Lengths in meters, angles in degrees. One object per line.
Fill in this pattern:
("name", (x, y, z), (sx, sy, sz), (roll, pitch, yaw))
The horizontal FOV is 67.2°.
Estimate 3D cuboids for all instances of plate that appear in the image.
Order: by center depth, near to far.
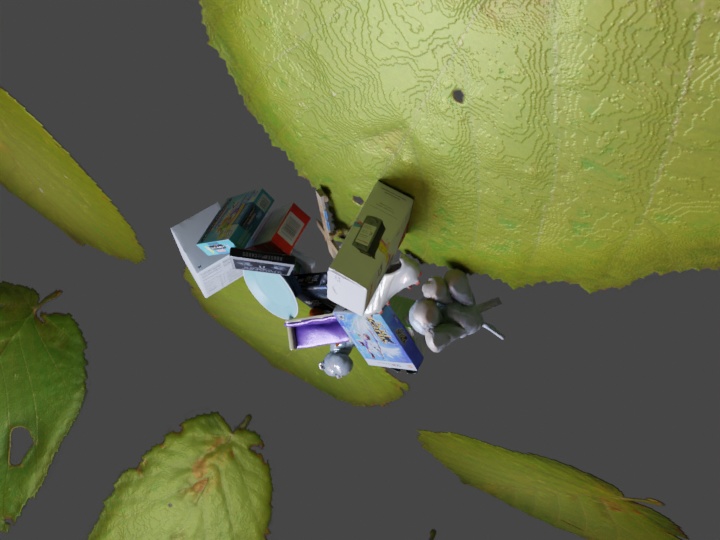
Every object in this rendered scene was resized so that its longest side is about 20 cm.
("plate", (-0.239, 0.047, 1.472), (0.196, 0.026, 0.204), (27, 140, 24))

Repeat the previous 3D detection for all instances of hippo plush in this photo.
("hippo plush", (0.185, 0.076, 1.184), (0.193, 0.166, 0.160), (-9, -174, -15))
("hippo plush", (-0.080, 0.254, 1.771), (0.158, 0.164, 0.197), (40, 155, -25))

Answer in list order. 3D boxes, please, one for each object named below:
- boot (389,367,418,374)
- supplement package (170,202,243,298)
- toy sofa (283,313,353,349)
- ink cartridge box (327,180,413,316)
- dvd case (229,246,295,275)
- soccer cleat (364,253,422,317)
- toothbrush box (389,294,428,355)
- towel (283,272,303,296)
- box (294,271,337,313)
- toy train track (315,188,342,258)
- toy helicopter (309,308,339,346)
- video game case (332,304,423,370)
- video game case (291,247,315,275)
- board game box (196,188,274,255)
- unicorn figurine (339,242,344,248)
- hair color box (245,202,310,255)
("boot", (0.093, 0.207, 1.522), (0.195, 0.133, 0.068), (13, 153, 35))
("supplement package", (-0.420, -0.053, 1.530), (0.154, 0.148, 0.201), (55, 161, 12))
("toy sofa", (-0.109, 0.165, 1.492), (0.193, 0.086, 0.097), (-10, 177, 18))
("ink cartridge box", (0.018, -0.038, 1.023), (0.083, 0.204, 0.149), (24, 158, 8))
("dvd case", (-0.232, -0.018, 1.280), (0.144, 0.026, 0.200), (7, 171, -10))
("soccer cleat", (0.055, 0.033, 1.233), (0.077, 0.070, 0.199), (40, 124, -16))
("toothbrush box", (0.080, 0.139, 1.435), (0.195, 0.087, 0.148), (14, 143, 31))
("towel", (-0.245, -0.006, 1.488), (0.110, 0.049, 0.203), (-7, 121, 47))
("box", (-0.101, 0.067, 1.549), (0.196, 0.045, 0.160), (-3, 146, 44))
("toy train track", (-0.066, -0.105, 1.203), (0.116, 0.032, 0.203), (55, 165, 34))
("toy helicopter", (-0.061, 0.166, 1.582), (0.195, 0.081, 0.132), (-14, 140, 36))
("video game case", (0.044, 0.166, 1.382), (0.178, 0.046, 0.202), (-4, 129, 46))
("video game case", (-0.213, -0.026, 1.561), (0.178, 0.024, 0.201), (29, 158, 3))
("board game box", (-0.310, -0.116, 1.329), (0.047, 0.154, 0.197), (42, 154, -30))
("unicorn figurine", (0.000, 0.000, 1.311), (0.134, 0.074, 0.205), (15, 137, 33))
("hair color box", (-0.211, -0.087, 1.321), (0.064, 0.113, 0.197), (39, 156, -26))
